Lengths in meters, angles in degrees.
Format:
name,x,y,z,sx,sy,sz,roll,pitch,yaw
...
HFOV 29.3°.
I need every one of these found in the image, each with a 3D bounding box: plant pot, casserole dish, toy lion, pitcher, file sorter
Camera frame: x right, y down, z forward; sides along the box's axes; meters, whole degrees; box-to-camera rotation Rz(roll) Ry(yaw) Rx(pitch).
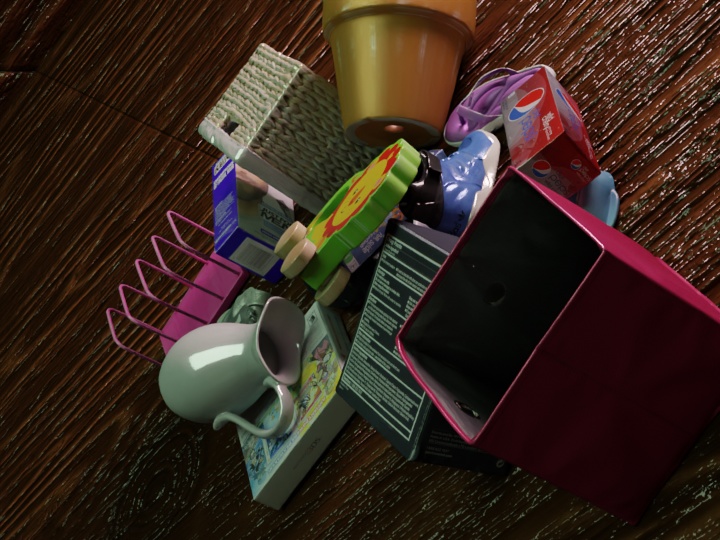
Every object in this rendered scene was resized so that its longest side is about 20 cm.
name,x,y,z,sx,sy,sz,roll,pitch,yaw
plant pot,0.046,-0.259,1.751,0.199,0.199,0.185,-15,67,54
casserole dish,0.191,-0.045,1.460,0.199,0.039,0.122,-23,47,52
toy lion,-0.008,-0.063,1.509,0.192,0.068,0.200,-51,12,3
pitcher,-0.160,0.143,1.726,0.199,0.121,0.173,-23,58,36
file sorter,-0.286,0.032,2.103,0.201,0.125,0.139,-55,29,13

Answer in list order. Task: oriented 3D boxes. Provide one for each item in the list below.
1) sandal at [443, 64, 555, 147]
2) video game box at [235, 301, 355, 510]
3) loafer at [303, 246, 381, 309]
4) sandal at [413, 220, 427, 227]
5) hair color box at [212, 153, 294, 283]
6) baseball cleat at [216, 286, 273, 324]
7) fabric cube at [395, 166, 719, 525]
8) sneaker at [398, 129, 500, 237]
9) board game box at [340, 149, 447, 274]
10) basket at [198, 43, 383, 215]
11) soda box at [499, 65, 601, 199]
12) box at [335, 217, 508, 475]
name,x,y,z,sx,sy,sz,roll,pitch,yaw
sandal,0.156,-0.208,1.647,0.202,0.050,0.083,-21,46,54
video game box,-0.078,0.166,1.720,0.201,0.047,0.183,-53,26,18
loafer,0.000,0.000,1.725,0.072,0.073,0.199,-37,19,-33
sandal,0.074,-0.013,1.598,0.059,0.079,0.208,-40,27,38
hair color box,-0.155,-0.086,2.003,0.065,0.109,0.201,-46,33,27
baseball cleat,-0.152,0.085,1.890,0.107,0.069,0.200,-56,29,11
fabric cube,0.184,0.064,1.204,0.201,0.198,0.196,-56,29,11
sneaker,0.094,-0.114,1.571,0.201,0.110,0.077,-77,13,-50
board game box,0.010,-0.073,1.703,0.200,0.035,0.135,-45,22,-23
basket,-0.086,-0.187,1.883,0.162,0.199,0.198,-57,28,4
soda box,0.197,-0.142,1.448,0.070,0.063,0.201,-38,21,19
box,0.088,0.075,1.404,0.200,0.122,0.200,35,111,62
